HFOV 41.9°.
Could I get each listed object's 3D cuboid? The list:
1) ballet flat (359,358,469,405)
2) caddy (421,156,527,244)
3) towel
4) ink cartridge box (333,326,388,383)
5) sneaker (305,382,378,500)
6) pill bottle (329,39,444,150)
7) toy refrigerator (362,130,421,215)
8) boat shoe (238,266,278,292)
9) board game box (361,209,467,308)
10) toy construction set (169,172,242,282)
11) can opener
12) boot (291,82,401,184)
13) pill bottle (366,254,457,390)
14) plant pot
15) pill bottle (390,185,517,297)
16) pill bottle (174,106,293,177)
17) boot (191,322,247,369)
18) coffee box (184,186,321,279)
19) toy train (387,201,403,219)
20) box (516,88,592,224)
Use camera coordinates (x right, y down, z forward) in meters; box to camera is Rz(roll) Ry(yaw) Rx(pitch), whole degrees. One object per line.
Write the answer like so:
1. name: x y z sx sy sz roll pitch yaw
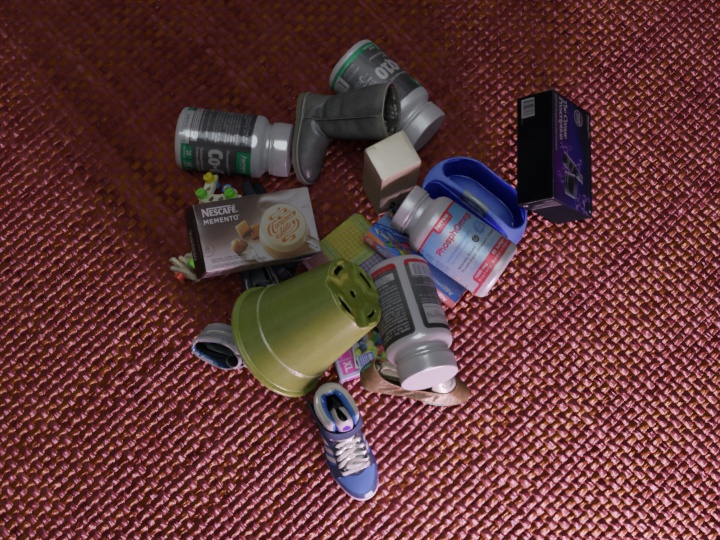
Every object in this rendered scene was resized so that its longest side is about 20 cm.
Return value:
1. ballet flat: 0.099 0.182 1.593 0.199 0.072 0.068 12 47 -9
2. caddy: 0.199 -0.110 1.666 0.200 0.105 0.142 39 80 8
3. towel: 0.000 0.000 1.658 0.143 0.023 0.200 -37 68 -14
4. ink cartridge box: 0.040 0.108 1.647 0.199 0.042 0.120 -18 78 -7
5. sneaker: -0.026 0.282 1.548 0.080 0.147 0.201 -19 77 -5
6. pill bottle: 0.049 -0.312 1.701 0.200 0.113 0.113 43 79 8
7. toy refrigerator: 0.050 -0.168 1.630 0.076 0.200 0.070 -28 78 -7
8. boat shoe: -0.176 0.034 1.648 0.072 0.063 0.201 -18 78 -5
9. board game box: 0.107 -0.023 1.661 0.200 0.019 0.103 38 42 8
10. toy construction set: -0.265 -0.068 1.640 0.131 0.092 0.201 22 82 35
11. can opener: -0.161 -0.080 1.668 0.078 0.063 0.201 -35 72 21
12. boot: -0.024 -0.237 1.651 0.199 0.072 0.183 6 102 29
13. pill bottle: 0.084 0.086 1.537 0.113 0.114 0.201 -15 65 -4
14. plant pot: -0.072 0.077 1.517 0.190 0.200 0.201 -32 76 33
15. pill bottle: 0.153 -0.053 1.573 0.200 0.109 0.109 35 78 5
16. pill bottle: -0.224 -0.226 1.684 0.199 0.113 0.114 6 76 1
17. boot: -0.188 0.150 1.594 0.199 0.096 0.074 16 106 8
18. coffee box: -0.179 -0.062 1.555 0.199 0.080 0.115 -10 85 -22
19. toy train: 0.128 -0.052 1.653 0.200 0.046 0.034 39 69 6
20. box: 0.346 -0.199 1.669 0.079 0.141 0.201 -9 73 38
